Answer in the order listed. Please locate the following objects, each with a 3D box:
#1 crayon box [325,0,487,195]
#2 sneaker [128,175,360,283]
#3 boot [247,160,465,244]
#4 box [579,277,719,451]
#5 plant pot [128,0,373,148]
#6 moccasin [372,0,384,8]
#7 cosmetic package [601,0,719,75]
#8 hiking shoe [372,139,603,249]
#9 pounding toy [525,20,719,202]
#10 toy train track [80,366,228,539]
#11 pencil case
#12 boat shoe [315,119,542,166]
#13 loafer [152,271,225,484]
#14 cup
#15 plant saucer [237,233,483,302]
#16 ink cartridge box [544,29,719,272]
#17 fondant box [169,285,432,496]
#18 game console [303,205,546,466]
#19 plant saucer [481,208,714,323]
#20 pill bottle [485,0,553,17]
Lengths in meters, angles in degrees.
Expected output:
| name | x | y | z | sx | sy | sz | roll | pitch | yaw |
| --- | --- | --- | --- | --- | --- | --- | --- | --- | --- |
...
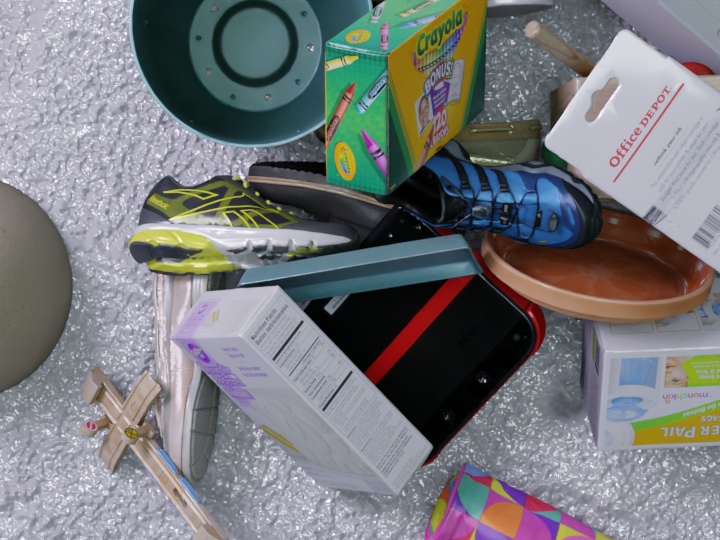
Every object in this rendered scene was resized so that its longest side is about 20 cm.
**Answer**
| name | x | y | z | sx | sy | sz | roll | pitch | yaw |
| --- | --- | --- | --- | --- | --- | --- | --- | --- | --- |
| crayon box | 0.039 | -0.157 | 1.527 | 0.058 | 0.200 | 0.120 | 12 | 120 | 23 |
| sneaker | -0.098 | -0.044 | 1.605 | 0.198 | 0.075 | 0.085 | 3 | 64 | 2 |
| boot | -0.011 | -0.017 | 1.652 | 0.198 | 0.077 | 0.140 | 12 | 102 | 6 |
| box | 0.297 | 0.079 | 1.626 | 0.198 | 0.102 | 0.113 | -3 | 125 | -2 |
| plant pot | -0.092 | -0.202 | 1.596 | 0.198 | 0.161 | 0.203 | 0 | 91 | -3 |
| moccasin | 0.027 | -0.247 | 1.650 | 0.077 | 0.074 | 0.203 | -20 | 101 | -10 |
| cosmetic package | 0.293 | -0.297 | 1.588 | 0.199 | 0.123 | 0.201 | 30 | 91 | -37 |
| hiking shoe | 0.100 | -0.052 | 1.543 | 0.198 | 0.087 | 0.075 | 17 | 124 | 27 |
| pounding toy | 0.229 | -0.131 | 1.598 | 0.198 | 0.184 | 0.144 | -1 | 91 | -2 |
| toy train track | -0.185 | 0.166 | 1.613 | 0.200 | 0.032 | 0.115 | 49 | 128 | 22 |
| pencil case | 0.156 | 0.245 | 1.655 | 0.199 | 0.088 | 0.089 | 27 | 90 | -4 |
| boat shoe | 0.061 | -0.119 | 1.649 | 0.198 | 0.073 | 0.064 | 10 | 89 | -6 |
| loafer | -0.159 | 0.085 | 1.652 | 0.062 | 0.072 | 0.202 | 3 | 84 | 15 |
| cup | -0.352 | 0.016 | 1.599 | 0.198 | 0.143 | 0.203 | 0 | 91 | -3 |
| plant saucer | 0.000 | 0.000 | 1.571 | 0.198 | 0.070 | 0.019 | -10 | 70 | 11 |
| ink cartridge box | 0.251 | -0.095 | 1.493 | 0.199 | 0.068 | 0.116 | 34 | 99 | -10 |
| fondant box | -0.051 | 0.102 | 1.582 | 0.200 | 0.144 | 0.058 | 48 | 67 | -19 |
| game console | 0.044 | 0.060 | 1.635 | 0.177 | 0.031 | 0.200 | 41 | 113 | -2 |
| plant saucer | 0.200 | -0.004 | 1.600 | 0.198 | 0.201 | 0.033 | 6 | 115 | -2 |
| pill bottle | 0.115 | -0.325 | 1.624 | 0.118 | 0.120 | 0.202 | -4 | 92 | -2 |
